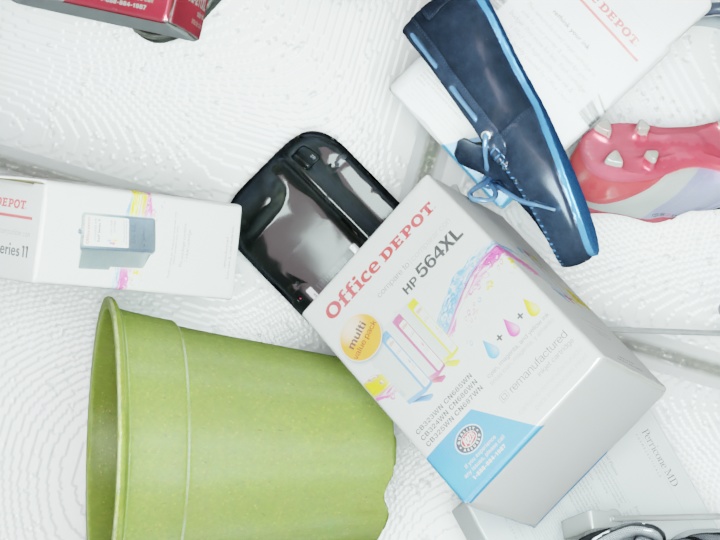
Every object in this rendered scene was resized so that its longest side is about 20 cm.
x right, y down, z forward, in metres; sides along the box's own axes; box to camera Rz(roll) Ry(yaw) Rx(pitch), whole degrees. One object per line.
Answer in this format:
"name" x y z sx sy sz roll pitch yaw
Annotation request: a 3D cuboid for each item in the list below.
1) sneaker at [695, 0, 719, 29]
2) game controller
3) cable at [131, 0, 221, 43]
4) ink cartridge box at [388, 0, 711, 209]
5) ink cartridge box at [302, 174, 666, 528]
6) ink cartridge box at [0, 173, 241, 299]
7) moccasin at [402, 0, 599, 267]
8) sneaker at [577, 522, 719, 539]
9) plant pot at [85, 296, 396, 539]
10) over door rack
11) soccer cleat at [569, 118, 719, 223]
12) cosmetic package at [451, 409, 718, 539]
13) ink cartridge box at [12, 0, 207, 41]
"sneaker" 0.289 -0.232 1.453 0.199 0.070 0.109 -19 85 6
"game controller" 0.000 0.000 1.472 0.200 0.042 0.104 46 104 0
"cable" -0.069 -0.220 1.459 0.199 0.050 0.098 -13 92 -1
"ink cartridge box" 0.130 -0.152 1.446 0.200 0.067 0.116 -43 90 4
"ink cartridge box" 0.071 0.044 1.357 0.129 0.125 0.200 -48 62 9
"ink cartridge box" -0.191 -0.025 1.376 0.199 0.117 0.068 6 91 -41
"moccasin" 0.092 -0.088 1.390 0.068 0.080 0.201 -27 79 9
"sneaker" 0.202 0.201 1.352 0.199 0.114 0.076 -5 75 -13
"plant pot" -0.080 0.120 1.404 0.189 0.200 0.201 2 90 -12
"over door rack" 0.224 0.099 1.414 0.199 0.067 0.148 -2 70 -19
"soccer cleat" 0.237 -0.065 1.464 0.199 0.077 0.067 1 55 -16
"cosmetic package" 0.176 0.213 1.430 0.150 0.052 0.200 -26 80 -14
"ink cartridge box" -0.162 -0.272 1.429 0.145 0.083 0.201 13 89 12
